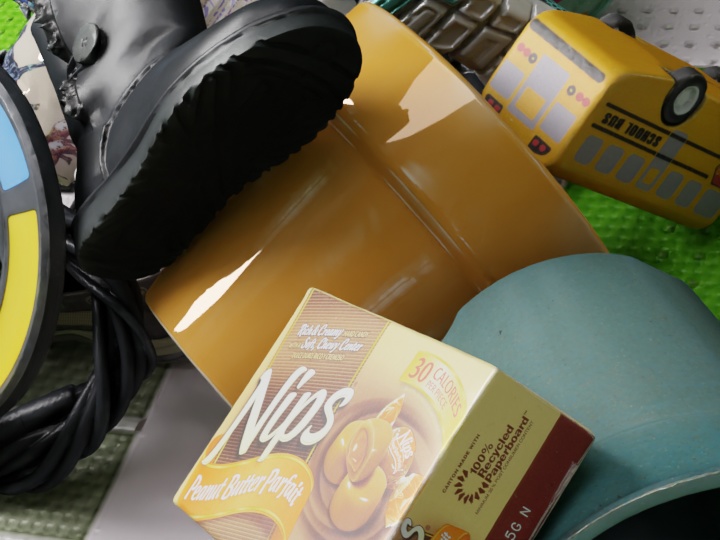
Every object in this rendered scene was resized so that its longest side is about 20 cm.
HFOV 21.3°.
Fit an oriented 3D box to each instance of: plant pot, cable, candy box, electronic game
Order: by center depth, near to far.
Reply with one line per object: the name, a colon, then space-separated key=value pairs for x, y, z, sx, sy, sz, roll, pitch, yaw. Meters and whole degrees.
candy box: x=0.001 y=0.081 z=0.773 sx=0.116 sy=0.055 sz=0.200 roll=-57 pitch=22 yaw=-5
plant pot: x=0.114 y=0.104 z=0.814 sx=0.200 sy=0.200 sz=0.196 roll=-20 pitch=35 yaw=-2
plant pot: x=0.000 y=0.000 z=0.966 sx=0.183 sy=0.200 sz=0.200 roll=-42 pitch=45 yaw=-2
electronic game: x=-0.215 y=-0.017 z=0.972 sx=0.200 sy=0.200 sz=0.042 roll=28 pitch=23 yaw=38
cable: x=-0.194 y=0.040 z=1.020 sx=0.200 sy=0.051 sz=0.164 roll=6 pitch=87 yaw=31

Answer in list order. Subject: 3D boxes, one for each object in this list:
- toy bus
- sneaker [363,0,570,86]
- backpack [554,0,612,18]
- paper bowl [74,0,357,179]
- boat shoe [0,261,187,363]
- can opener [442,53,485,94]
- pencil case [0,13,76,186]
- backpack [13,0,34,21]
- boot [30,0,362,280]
toy bus: x=0.153 y=-0.075 z=0.994 sx=0.065 sy=0.200 sz=0.078 roll=44 pitch=108 yaw=36
sneaker: x=0.081 y=-0.142 z=1.056 sx=0.078 sy=0.200 sz=0.091 roll=-39 pitch=33 yaw=27
backpack: x=0.086 y=-0.238 z=1.175 sx=0.150 sy=0.178 sz=0.200 roll=-11 pitch=41 yaw=-36
paper bowl: x=-0.067 y=-0.105 z=1.098 sx=0.104 sy=0.201 sz=0.201 roll=35 pitch=55 yaw=-4
boat shoe: x=-0.173 y=-0.001 z=1.094 sx=0.200 sy=0.073 sz=0.075 roll=3 pitch=46 yaw=22
can opener: x=0.053 y=-0.137 z=1.107 sx=0.053 sy=0.066 sz=0.200 roll=-32 pitch=80 yaw=8
pencil case: x=-0.157 y=-0.153 z=1.146 sx=0.089 sy=0.078 sz=0.200 roll=38 pitch=106 yaw=7
backpack: x=-0.179 y=-0.247 z=1.266 sx=0.200 sy=0.147 sz=0.183 roll=26 pitch=96 yaw=43
boot: x=-0.090 y=-0.114 z=0.916 sx=0.200 sy=0.076 sz=0.168 roll=-42 pitch=51 yaw=39
